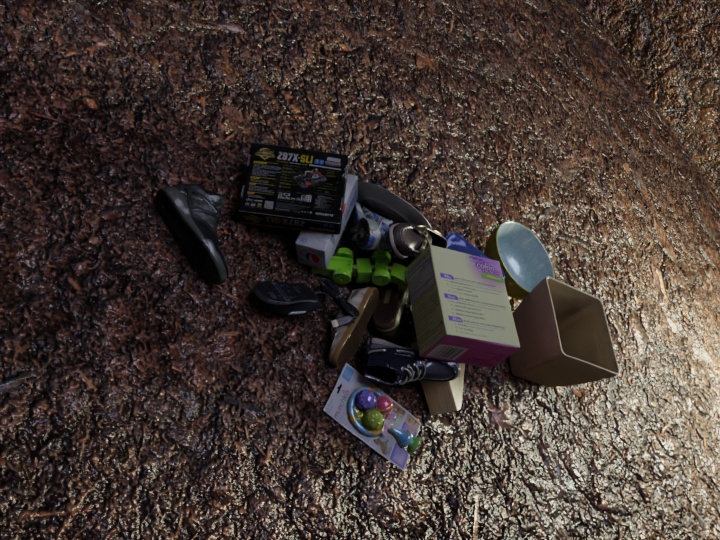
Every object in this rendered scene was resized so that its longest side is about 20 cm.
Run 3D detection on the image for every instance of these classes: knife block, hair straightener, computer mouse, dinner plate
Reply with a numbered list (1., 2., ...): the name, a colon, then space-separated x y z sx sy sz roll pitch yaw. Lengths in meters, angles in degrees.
1. knife block: 0.144 0.167 1.643 0.176 0.064 0.201 48 39 -35
2. hair straightener: 0.037 -0.039 1.741 0.200 0.041 0.077 -27 96 -42
3. computer mouse: -0.100 0.073 1.507 0.199 0.046 0.140 -3 36 -44
4. dinner plate: 0.063 -0.121 1.724 0.200 0.200 0.024 38 75 -17

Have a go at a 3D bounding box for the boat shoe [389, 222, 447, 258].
1. boat shoe: 0.117 -0.059 1.623 0.200 0.059 0.072 13 70 -64

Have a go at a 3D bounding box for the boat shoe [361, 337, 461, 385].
1. boat shoe: 0.095 0.193 1.557 0.199 0.075 0.093 10 26 1

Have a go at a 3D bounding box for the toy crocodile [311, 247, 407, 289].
1. toy crocodile: 0.000 0.000 1.633 0.199 0.062 0.068 4 53 -5

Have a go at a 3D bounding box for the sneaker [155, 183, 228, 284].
1. sneaker: -0.271 -0.074 1.455 0.114 0.076 0.200 -24 76 -41

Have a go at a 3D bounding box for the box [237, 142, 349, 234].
1. box: -0.127 -0.159 1.575 0.199 0.049 0.160 7 62 -1

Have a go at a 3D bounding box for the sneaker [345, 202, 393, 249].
1. sneaker: 0.025 -0.084 1.678 0.085 0.077 0.200 10 19 -18

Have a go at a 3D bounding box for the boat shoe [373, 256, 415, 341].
1. boat shoe: 0.075 0.059 1.692 0.203 0.074 0.075 -65 145 -37

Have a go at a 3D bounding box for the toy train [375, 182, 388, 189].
1. toy train: 0.084 -0.111 1.838 0.046 0.034 0.200 -32 88 -38

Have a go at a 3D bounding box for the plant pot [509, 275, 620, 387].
1. plant pot: 0.447 0.162 1.874 0.199 0.177 0.201 20 50 -32

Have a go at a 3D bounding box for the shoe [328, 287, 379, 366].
1. shoe: -0.023 0.107 1.584 0.053 0.070 0.200 12 46 20

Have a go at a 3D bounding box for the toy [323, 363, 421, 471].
1. toy: 0.036 0.270 1.522 0.200 0.047 0.115 42 47 -17

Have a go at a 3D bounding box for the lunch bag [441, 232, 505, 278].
1. lunch bag: 0.208 0.010 1.770 0.200 0.132 0.136 36 62 -18

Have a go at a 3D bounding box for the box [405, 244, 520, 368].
1. box: 0.196 0.072 1.586 0.175 0.097 0.201 11 54 -28

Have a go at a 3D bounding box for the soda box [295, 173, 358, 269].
1. soda box: -0.065 -0.104 1.625 0.063 0.068 0.201 15 57 12

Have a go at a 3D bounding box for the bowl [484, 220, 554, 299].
1. bowl: 0.363 -0.008 1.964 0.199 0.108 0.201 22 50 -30
